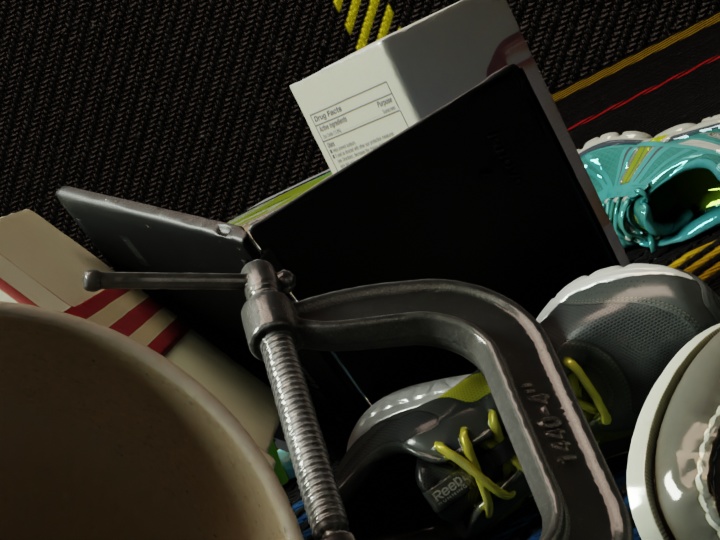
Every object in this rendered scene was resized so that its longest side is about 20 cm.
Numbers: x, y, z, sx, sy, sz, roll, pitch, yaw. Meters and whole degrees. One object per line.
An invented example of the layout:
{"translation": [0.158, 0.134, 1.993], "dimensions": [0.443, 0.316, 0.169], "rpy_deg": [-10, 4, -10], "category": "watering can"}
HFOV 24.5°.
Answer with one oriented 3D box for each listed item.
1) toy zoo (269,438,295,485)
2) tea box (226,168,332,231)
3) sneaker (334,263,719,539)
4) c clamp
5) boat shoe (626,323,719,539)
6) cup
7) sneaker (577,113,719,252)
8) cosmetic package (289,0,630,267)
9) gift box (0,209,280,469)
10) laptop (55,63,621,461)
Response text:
{"translation": [-0.018, 0.042, 0.937], "dimensions": [0.199, 0.132, 0.020], "rpy_deg": [-30, 36, -15], "category": "toy zoo"}
{"translation": [-0.005, -0.004, 1.187], "dimensions": [0.199, 0.134, 0.197], "rpy_deg": [-24, 8, 28], "category": "tea box"}
{"translation": [0.066, 0.069, 0.679], "dimensions": [0.200, 0.075, 0.085], "rpy_deg": [-34, 8, 32], "category": "sneaker"}
{"translation": [0.002, 0.059, 0.605], "dimensions": [0.170, 0.027, 0.200], "rpy_deg": [-7, 40, -19], "category": "c clamp"}
{"translation": [0.157, 0.035, 0.522], "dimensions": [0.201, 0.072, 0.060], "rpy_deg": [-28, 1, -42], "category": "boat shoe"}
{"translation": [-0.126, 0.130, 0.527], "dimensions": [0.200, 0.201, 0.143], "rpy_deg": [-31, -16, -29], "category": "cup"}
{"translation": [0.183, -0.049, 1.070], "dimensions": [0.200, 0.078, 0.080], "rpy_deg": [-20, 18, 47], "category": "sneaker"}
{"translation": [0.059, -0.034, 0.870], "dimensions": [0.087, 0.201, 0.103], "rpy_deg": [-31, 10, -29], "category": "cosmetic package"}
{"translation": [-0.158, 0.085, 0.699], "dimensions": [0.185, 0.199, 0.187], "rpy_deg": [-58, 3, 6], "category": "gift box"}
{"translation": [0.000, 0.000, 0.772], "dimensions": [0.199, 0.188, 0.116], "rpy_deg": [14, 58, 41], "category": "laptop"}
